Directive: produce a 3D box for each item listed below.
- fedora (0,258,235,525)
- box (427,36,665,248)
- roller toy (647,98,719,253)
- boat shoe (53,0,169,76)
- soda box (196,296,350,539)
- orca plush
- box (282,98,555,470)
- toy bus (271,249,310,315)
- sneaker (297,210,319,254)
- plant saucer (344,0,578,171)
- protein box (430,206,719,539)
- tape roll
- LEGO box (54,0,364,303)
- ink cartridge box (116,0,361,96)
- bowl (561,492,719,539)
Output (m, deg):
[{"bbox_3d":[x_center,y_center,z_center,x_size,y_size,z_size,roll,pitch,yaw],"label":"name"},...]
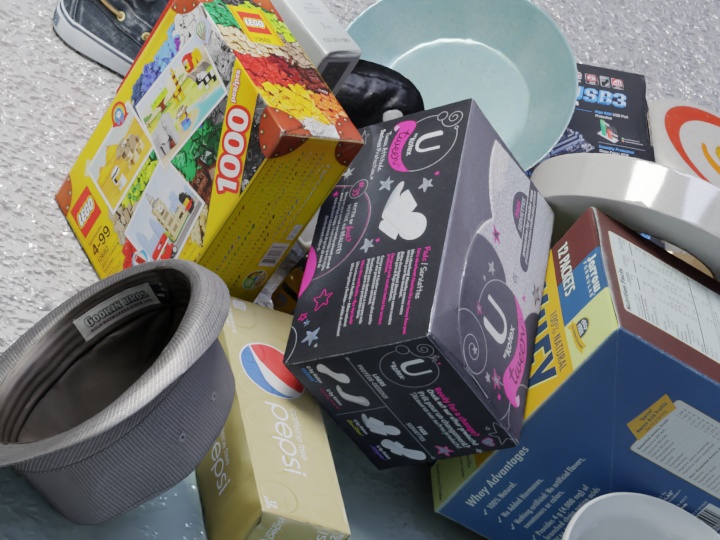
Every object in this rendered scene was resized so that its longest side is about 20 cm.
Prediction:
[{"bbox_3d":[-0.148,0.084,1.380,0.091,0.176,0.200,60,44,-26],"label":"fedora"},{"bbox_3d":[0.144,-0.081,1.852,0.199,0.050,0.200,8,58,-20],"label":"box"},{"bbox_3d":[0.289,-0.051,1.981,0.182,0.140,0.200,-2,48,-46],"label":"roller toy"},{"bbox_3d":[-0.133,-0.180,1.781,0.199,0.091,0.071,27,32,-16],"label":"boat shoe"},{"bbox_3d":[-0.066,0.110,1.481,0.067,0.064,0.201,18,34,-28],"label":"soda box"},{"bbox_3d":[-0.038,-0.164,1.726,0.199,0.071,0.105,30,43,5],"label":"orca plush"},{"bbox_3d":[0.046,0.010,1.528,0.132,0.114,0.201,50,41,-39],"label":"box"},{"bbox_3d":[0.000,0.000,1.664,0.065,0.078,0.200,44,39,2],"label":"toy bus"},{"bbox_3d":[-0.091,-0.076,1.705,0.199,0.087,0.075,30,-9,29],"label":"sneaker"},{"bbox_3d":[0.071,-0.137,1.798,0.200,0.039,0.202,-2,60,3],"label":"plant saucer"},{"bbox_3d":[0.183,0.104,1.591,0.199,0.199,0.135,29,30,-22],"label":"protein box"},{"bbox_3d":[0.210,-0.019,1.637,0.202,0.203,0.037,27,70,-15],"label":"tape roll"},{"bbox_3d":[-0.105,-0.069,1.550,0.077,0.200,0.149,2,44,-44],"label":"LEGO box"},{"bbox_3d":[-0.104,-0.140,1.648,0.043,0.200,0.174,-7,50,-48],"label":"ink cartridge box"},{"bbox_3d":[0.186,0.253,1.500,0.200,0.090,0.202,24,41,-22],"label":"bowl"}]
